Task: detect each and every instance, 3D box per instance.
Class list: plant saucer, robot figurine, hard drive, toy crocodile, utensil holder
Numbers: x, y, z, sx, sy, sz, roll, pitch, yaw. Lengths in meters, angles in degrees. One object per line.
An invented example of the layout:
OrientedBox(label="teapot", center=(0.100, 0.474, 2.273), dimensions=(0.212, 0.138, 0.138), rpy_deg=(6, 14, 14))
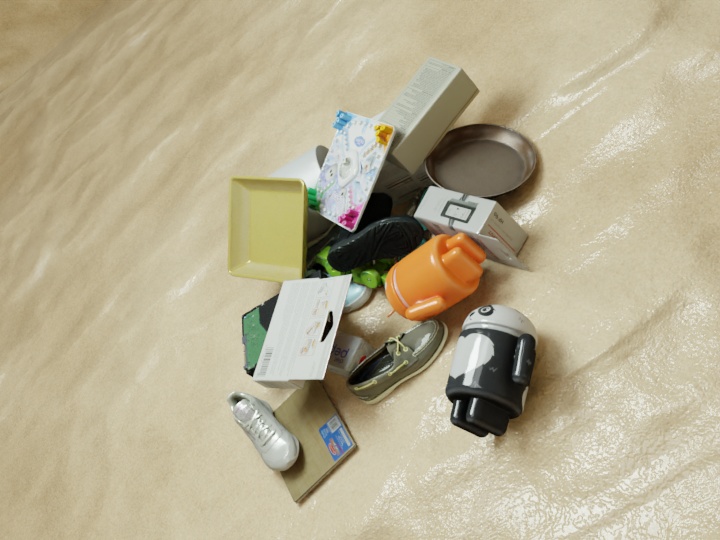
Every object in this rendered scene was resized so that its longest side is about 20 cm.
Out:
OrientedBox(label="plant saucer", center=(-0.172, -0.081, 1.721), dimensions=(0.200, 0.048, 0.201), rpy_deg=(7, 98, 37))
OrientedBox(label="robot figurine", center=(0.121, 0.015, 1.513), dimensions=(0.200, 0.116, 0.144), rpy_deg=(-35, 61, 40))
OrientedBox(label="hard drive", center=(-0.138, 0.102, 1.669), dimensions=(0.200, 0.038, 0.140), rpy_deg=(-30, 45, 22))
OrientedBox(label="toy crocodile", center=(0.000, 0.000, 1.666), dimensions=(0.200, 0.062, 0.068), rpy_deg=(17, 43, 30))
OrientedBox(label="utensil holder", center=(-0.125, -0.143, 1.834), dimensions=(0.200, 0.170, 0.170), rpy_deg=(-31, 45, 21))
OrientedBox(label="robot figurine", center=(0.199, 0.150, 1.358), dimensions=(0.150, 0.125, 0.200), rpy_deg=(7, 66, 25))
OrientedBox(label="plant saucer", center=(0.217, -0.192, 1.607), dimensions=(0.200, 0.032, 0.201), rpy_deg=(-5, 48, 6))

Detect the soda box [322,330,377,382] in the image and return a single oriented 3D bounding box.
OrientedBox(label="soda box", center=(-0.060, 0.146, 1.645), dimensions=(0.200, 0.063, 0.068), rpy_deg=(14, 71, 47))

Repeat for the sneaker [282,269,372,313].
OrientedBox(label="sneaker", center=(-0.073, 0.035, 1.721), dimensions=(0.200, 0.082, 0.074), rpy_deg=(-4, 60, 37))

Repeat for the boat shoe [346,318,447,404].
OrientedBox(label="boat shoe", center=(0.063, 0.151, 1.531), dimensions=(0.202, 0.060, 0.072), rpy_deg=(-41, 41, 11))

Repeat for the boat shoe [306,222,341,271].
OrientedBox(label="boat shoe", center=(-0.046, -0.049, 1.778), dimensions=(0.200, 0.073, 0.062), rpy_deg=(-34, 59, 23))

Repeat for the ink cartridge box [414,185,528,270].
OrientedBox(label="ink cartridge box", center=(0.204, -0.074, 1.523), dimensions=(0.200, 0.116, 0.068), rpy_deg=(21, 78, 47))

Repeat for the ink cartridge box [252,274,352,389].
OrientedBox(label="ink cartridge box", center=(-0.091, 0.109, 1.560), dimensions=(0.176, 0.045, 0.200), rpy_deg=(-5, 59, 41))

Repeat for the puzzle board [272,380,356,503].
OrientedBox(label="puzzle board", center=(-0.097, 0.300, 1.605), dimensions=(0.151, 0.017, 0.200), rpy_deg=(-44, 42, 7))

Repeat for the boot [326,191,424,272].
OrientedBox(label="boot", center=(0.036, -0.091, 1.625), dimensions=(0.200, 0.076, 0.168), rpy_deg=(-21, 32, 30))

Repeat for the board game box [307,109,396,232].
OrientedBox(label="board game box", center=(-0.028, -0.190, 1.636), dimensions=(0.200, 0.026, 0.200), rpy_deg=(32, 101, 57))

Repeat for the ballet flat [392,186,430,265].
OrientedBox(label="ballet flat", center=(0.096, -0.066, 1.666), dimensions=(0.075, 0.068, 0.200), rpy_deg=(-30, 35, 55))

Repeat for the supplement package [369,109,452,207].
OrientedBox(label="supplement package", center=(0.075, -0.231, 1.758), dimensions=(0.200, 0.111, 0.156), rpy_deg=(-23, 48, 28))

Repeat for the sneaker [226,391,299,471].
OrientedBox(label="sneaker", center=(-0.184, 0.290, 1.603), dimensions=(0.075, 0.100, 0.200), rpy_deg=(-49, 42, -2))

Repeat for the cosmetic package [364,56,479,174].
OrientedBox(label="cosmetic package", center=(0.112, -0.285, 1.625), dimensions=(0.200, 0.073, 0.104), rpy_deg=(-51, 41, 0))
